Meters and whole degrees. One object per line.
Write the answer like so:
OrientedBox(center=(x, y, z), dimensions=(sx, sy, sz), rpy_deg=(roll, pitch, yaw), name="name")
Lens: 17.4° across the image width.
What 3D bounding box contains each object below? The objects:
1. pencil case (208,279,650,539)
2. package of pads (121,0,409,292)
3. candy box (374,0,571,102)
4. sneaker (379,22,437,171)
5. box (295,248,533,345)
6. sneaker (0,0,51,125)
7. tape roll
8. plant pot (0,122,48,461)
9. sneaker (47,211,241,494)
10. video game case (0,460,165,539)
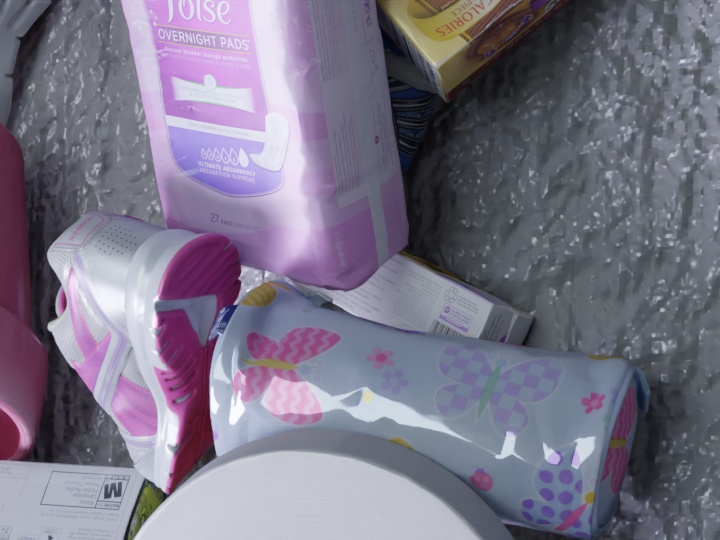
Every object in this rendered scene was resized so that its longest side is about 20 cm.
OrientedBox(center=(0.029, 0.064, 1.087), dimensions=(0.199, 0.083, 0.091), rpy_deg=(13, 48, 15), name="pencil case")
OrientedBox(center=(-0.047, -0.095, 1.129), dimensions=(0.120, 0.076, 0.201), rpy_deg=(11, 122, 36), name="package of pads")
OrientedBox(center=(0.023, -0.196, 1.153), dimensions=(0.117, 0.056, 0.200), rpy_deg=(-39, 75, -2), name="candy box")
OrientedBox(center=(-0.045, -0.093, 1.231), dimensions=(0.199, 0.077, 0.086), rpy_deg=(10, 91, 40), name="sneaker")
OrientedBox(center=(0.000, 0.000, 1.195), dimensions=(0.200, 0.039, 0.042), rpy_deg=(27, 96, 39), name="box")
OrientedBox(center=(-0.233, -0.165, 1.396), dimensions=(0.082, 0.077, 0.201), rpy_deg=(30, 99, 45), name="sneaker")
OrientedBox(center=(-0.017, 0.172, 1.054), dimensions=(0.202, 0.037, 0.204), rpy_deg=(3, 103, 13), name="tape roll")
OrientedBox(center=(-0.266, 0.003, 1.322), dimensions=(0.199, 0.200, 0.180), rpy_deg=(-15, 55, 35), name="plant pot")
OrientedBox(center=(-0.107, 0.034, 1.190), dimensions=(0.088, 0.200, 0.081), rpy_deg=(28, 56, 21), name="sneaker")
OrientedBox(center=(-0.219, 0.183, 1.249), dimensions=(0.199, 0.036, 0.182), rpy_deg=(1, 54, 19), name="video game case")
